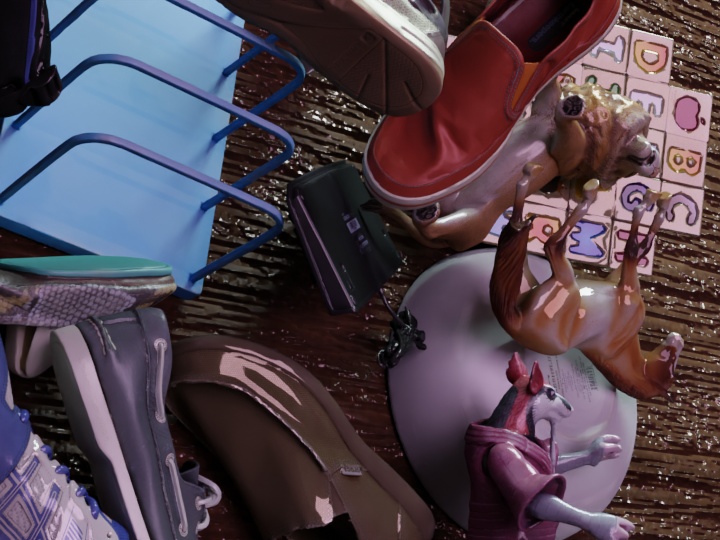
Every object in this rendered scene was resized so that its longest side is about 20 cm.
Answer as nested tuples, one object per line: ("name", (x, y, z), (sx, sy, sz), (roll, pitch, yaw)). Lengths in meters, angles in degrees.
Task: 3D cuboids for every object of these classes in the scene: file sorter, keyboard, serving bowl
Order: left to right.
("file sorter", (-0.108, -0.113, 0.860), (0.138, 0.122, 0.203), (22, 61, -30))
("keyboard", (0.000, 0.000, 0.900), (0.128, 0.020, 0.200), (63, 12, -3))
("serving bowl", (0.114, 0.075, 1.007), (0.198, 0.065, 0.203), (16, 64, -35))

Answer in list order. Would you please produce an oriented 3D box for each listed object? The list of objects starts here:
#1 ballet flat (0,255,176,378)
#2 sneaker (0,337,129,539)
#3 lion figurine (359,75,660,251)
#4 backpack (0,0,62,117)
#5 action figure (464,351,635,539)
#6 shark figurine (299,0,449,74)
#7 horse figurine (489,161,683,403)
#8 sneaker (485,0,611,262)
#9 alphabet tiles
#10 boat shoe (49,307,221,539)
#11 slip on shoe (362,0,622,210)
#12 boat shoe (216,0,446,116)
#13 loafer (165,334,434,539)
("ballet flat", (-0.188, 0.020, 0.792), (0.198, 0.072, 0.073), (6, 70, -37))
("sneaker", (-0.159, 0.116, 0.745), (0.087, 0.075, 0.203), (-9, 95, -20))
("lion figurine", (0.096, -0.063, 0.983), (0.198, 0.123, 0.073), (-27, 64, -2))
("backpack", (-0.229, -0.195, 0.752), (0.145, 0.184, 0.202), (-7, 62, -15))
("action figure", (0.085, 0.150, 0.906), (0.134, 0.147, 0.203), (12, 75, -81))
("shark figurine", (0.000, -0.155, 0.978), (0.089, 0.215, 0.128), (-43, 137, 0))
("horse figurine", (0.137, 0.009, 0.956), (0.198, 0.050, 0.134), (7, 100, -43))
("sneaker", (0.119, -0.109, 1.083), (0.103, 0.075, 0.203), (7, 78, -18))
("alphabet tiles", (0.144, -0.090, 1.043), (0.197, 0.006, 0.169), (11, 79, -14))
("boat shoe", (-0.099, 0.116, 0.790), (0.061, 0.073, 0.203), (-22, 101, -22))
("slip on shoe", (0.075, -0.117, 0.910), (0.200, 0.061, 0.074), (-43, 68, -7))
("boat shoe", (-0.031, -0.164, 0.819), (0.199, 0.072, 0.065), (38, 41, -19))
("loafer", (-0.036, 0.113, 0.863), (0.200, 0.076, 0.068), (41, 46, -20))
